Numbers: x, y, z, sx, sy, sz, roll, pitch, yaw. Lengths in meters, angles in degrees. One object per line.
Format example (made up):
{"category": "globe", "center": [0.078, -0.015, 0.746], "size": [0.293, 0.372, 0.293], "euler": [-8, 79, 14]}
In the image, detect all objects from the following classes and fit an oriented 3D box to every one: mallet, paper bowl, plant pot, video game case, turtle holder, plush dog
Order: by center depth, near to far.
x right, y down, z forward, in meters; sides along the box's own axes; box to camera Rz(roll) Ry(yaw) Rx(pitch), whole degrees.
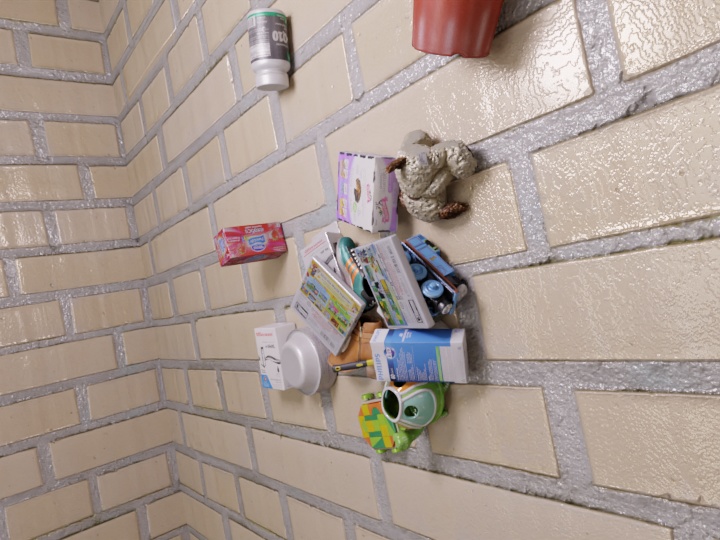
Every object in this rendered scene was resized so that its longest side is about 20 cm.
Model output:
{"category": "plant pot", "center": [0.175, -0.495, 0.950], "size": [0.200, 0.199, 0.197], "euler": [37, 133, 41]}
{"category": "plush dog", "center": [0.133, -0.177, 1.111], "size": [0.199, 0.160, 0.173], "euler": [30, 146, 47]}
{"category": "video game case", "center": [0.068, 0.030, 1.141], "size": [0.182, 0.022, 0.202], "euler": [-13, 102, 65]}
{"category": "turtle holder", "center": [0.110, 0.303, 1.227], "size": [0.141, 0.131, 0.187], "euler": [51, 133, 31]}
{"category": "mallet", "center": [0.023, 0.218, 1.316], "size": [0.198, 0.041, 0.067], "euler": [-5, 92, 15]}
{"category": "video game case", "center": [-0.089, 0.092, 1.387], "size": [0.200, 0.023, 0.183], "euler": [43, 125, 25]}
{"category": "paper bowl", "center": [-0.166, 0.272, 1.593], "size": [0.200, 0.104, 0.203], "euler": [16, 111, 49]}

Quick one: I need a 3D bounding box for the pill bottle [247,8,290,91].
{"category": "pill bottle", "center": [-0.259, -0.625, 1.517], "size": [0.113, 0.112, 0.203], "euler": [5, 101, 51]}

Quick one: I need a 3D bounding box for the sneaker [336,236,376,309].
{"category": "sneaker", "center": [0.000, 0.000, 1.363], "size": [0.079, 0.071, 0.202], "euler": [-25, 75, 36]}

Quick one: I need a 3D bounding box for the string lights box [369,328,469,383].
{"category": "string lights box", "center": [0.127, 0.183, 1.142], "size": [0.198, 0.059, 0.104], "euler": [-2, 115, 18]}

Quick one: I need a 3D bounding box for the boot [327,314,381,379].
{"category": "boot", "center": [-0.014, 0.192, 1.395], "size": [0.199, 0.076, 0.157], "euler": [8, 109, 45]}

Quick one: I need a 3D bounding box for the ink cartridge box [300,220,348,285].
{"category": "ink cartridge box", "center": [-0.092, -0.024, 1.445], "size": [0.116, 0.067, 0.202], "euler": [-32, 69, 35]}

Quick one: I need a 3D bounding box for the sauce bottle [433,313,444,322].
{"category": "sauce bottle", "center": [0.119, 0.037, 1.219], "size": [0.200, 0.064, 0.065], "euler": [46, 130, 38]}

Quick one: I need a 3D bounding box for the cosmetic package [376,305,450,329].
{"category": "cosmetic package", "center": [0.124, 0.118, 1.236], "size": [0.200, 0.050, 0.083], "euler": [45, 131, 36]}

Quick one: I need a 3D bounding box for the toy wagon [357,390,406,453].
{"category": "toy wagon", "center": [0.067, 0.391, 1.373], "size": [0.199, 0.039, 0.157], "euler": [-26, 77, 51]}

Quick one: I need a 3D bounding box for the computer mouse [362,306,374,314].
{"category": "computer mouse", "center": [-0.028, 0.095, 1.445], "size": [0.199, 0.034, 0.059], "euler": [-4, 72, 47]}

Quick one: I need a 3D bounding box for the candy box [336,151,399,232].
{"category": "candy box", "center": [0.015, -0.190, 1.262], "size": [0.200, 0.071, 0.170], "euler": [30, 121, 60]}

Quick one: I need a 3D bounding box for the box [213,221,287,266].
{"category": "box", "center": [-0.342, -0.083, 1.663], "size": [0.095, 0.198, 0.101], "euler": [-27, 77, 52]}

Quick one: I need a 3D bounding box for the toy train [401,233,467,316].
{"category": "toy train", "center": [0.142, 0.011, 1.139], "size": [0.200, 0.113, 0.087], "euler": [46, 150, 35]}

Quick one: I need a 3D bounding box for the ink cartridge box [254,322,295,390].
{"category": "ink cartridge box", "center": [-0.267, 0.277, 1.734], "size": [0.145, 0.084, 0.203], "euler": [-10, 90, 51]}
